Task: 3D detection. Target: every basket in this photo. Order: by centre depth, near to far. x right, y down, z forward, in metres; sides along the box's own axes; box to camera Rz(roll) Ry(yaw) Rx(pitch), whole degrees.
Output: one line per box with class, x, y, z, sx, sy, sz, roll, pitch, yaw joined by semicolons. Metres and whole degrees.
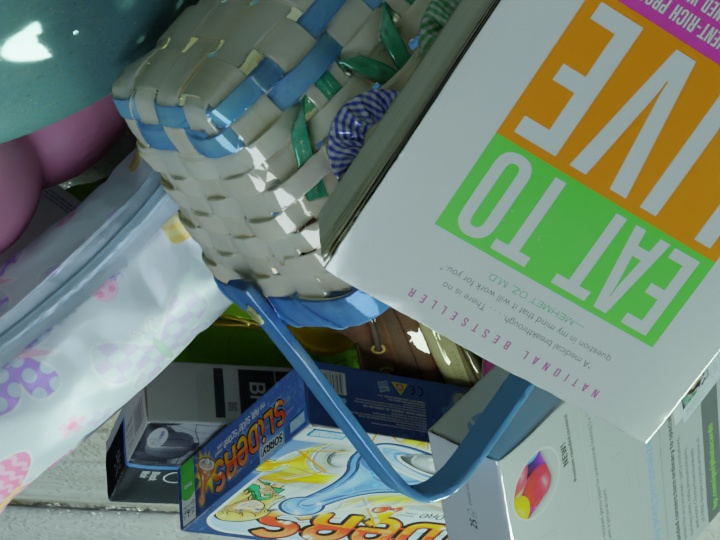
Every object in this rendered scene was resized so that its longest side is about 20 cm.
basket;0.018;-0.035;0.771;0.200;0.177;0.139;47;163;-30

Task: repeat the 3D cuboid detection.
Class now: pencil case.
pencil case;-0.135;0.027;0.907;0.200;0.083;0.091;-40;148;2

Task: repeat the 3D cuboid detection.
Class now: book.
book;0.094;-0.057;0.650;0.133;0.048;0.201;29;110;-14

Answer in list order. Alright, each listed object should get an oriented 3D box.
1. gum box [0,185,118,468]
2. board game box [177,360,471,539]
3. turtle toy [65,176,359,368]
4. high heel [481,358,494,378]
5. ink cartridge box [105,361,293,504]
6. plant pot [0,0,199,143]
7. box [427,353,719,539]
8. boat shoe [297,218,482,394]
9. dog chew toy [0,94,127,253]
gum box;-0.204;-0.009;1.043;0.199;0.066;0.114;36;141;20
board game box;0.027;0.100;1.019;0.198;0.035;0.135;11;148;-28
turtle toy;-0.075;0.008;1.086;0.198;0.102;0.146;12;150;-1
high heel;0.099;0.024;0.923;0.095;0.067;0.201;-8;116;39
ink cartridge box;-0.025;0.087;1.062;0.198;0.040;0.100;2;149;-18
plant pot;-0.123;-0.144;0.791;0.134;0.202;0.200;-5;156;-22
box;0.114;0.075;0.912;0.041;0.200;0.157;19;137;35
boat shoe;0.000;0.000;0.949;0.067;0.072;0.201;-21;134;9
dog chew toy;-0.183;-0.058;0.907;0.124;0.201;0.125;26;153;15
